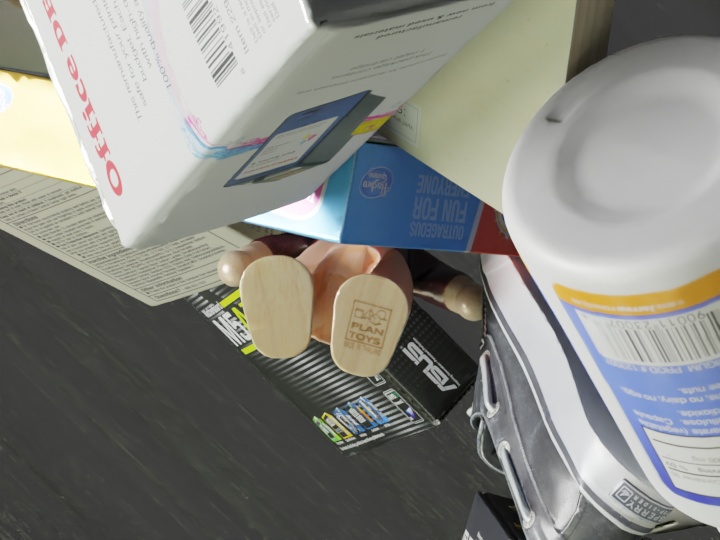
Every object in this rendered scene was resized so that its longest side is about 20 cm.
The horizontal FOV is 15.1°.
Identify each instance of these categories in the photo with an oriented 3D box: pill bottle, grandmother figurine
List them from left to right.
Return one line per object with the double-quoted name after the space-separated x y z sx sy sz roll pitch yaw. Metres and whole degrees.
0.000 0.000 1.217 0.121 0.061 0.200 20 -168 0 "grandmother figurine"
0.136 0.022 0.966 0.112 0.112 0.200 27 158 44 "pill bottle"

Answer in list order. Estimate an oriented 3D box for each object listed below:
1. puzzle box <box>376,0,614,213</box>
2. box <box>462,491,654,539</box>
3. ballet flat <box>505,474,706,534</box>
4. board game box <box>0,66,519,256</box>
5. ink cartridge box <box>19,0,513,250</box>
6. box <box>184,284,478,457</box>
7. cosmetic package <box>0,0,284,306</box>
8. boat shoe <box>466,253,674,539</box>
0.007 -0.114 1.003 0.200 0.025 0.133 35 141 28 "puzzle box"
0.145 0.154 1.175 0.200 0.049 0.161 17 -175 -4 "box"
0.131 0.092 1.244 0.069 0.063 0.200 48 163 -19 "ballet flat"
-0.045 -0.046 1.126 0.200 0.040 0.153 13 -175 33 "board game box"
-0.043 -0.112 0.930 0.200 0.087 0.145 -41 68 58 "ink cartridge box"
-0.039 0.013 1.479 0.193 0.048 0.200 43 163 -6 "box"
-0.133 -0.061 1.278 0.105 0.071 0.200 -17 145 40 "cosmetic package"
0.076 0.055 1.136 0.072 0.068 0.200 33 -159 -30 "boat shoe"
